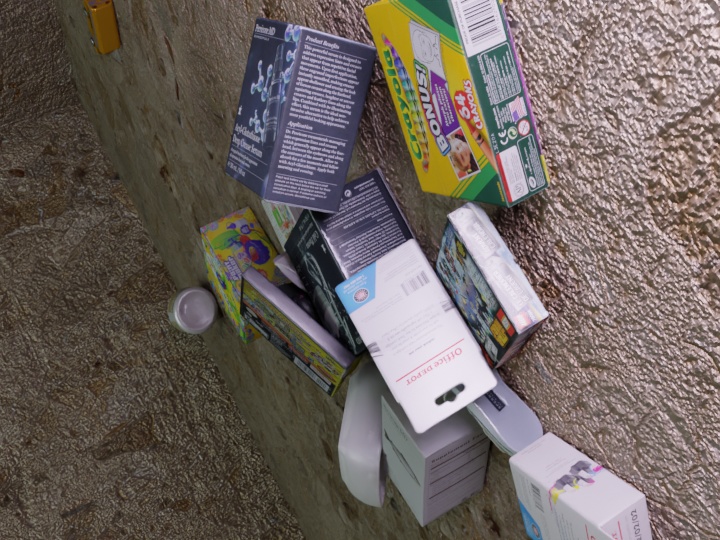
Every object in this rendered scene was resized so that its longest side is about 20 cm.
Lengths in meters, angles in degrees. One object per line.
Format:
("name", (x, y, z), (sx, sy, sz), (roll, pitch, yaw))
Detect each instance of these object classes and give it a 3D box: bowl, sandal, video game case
("bowl", (0.012, 0.257, 1.392), (0.202, 0.073, 0.203), (87, -169, -54))
("sandal", (-0.050, 0.060, 1.361), (0.048, 0.196, 0.077), (127, 155, -47))
("video game case", (-0.098, 0.094, 1.282), (0.199, 0.026, 0.181), (41, 159, 7))

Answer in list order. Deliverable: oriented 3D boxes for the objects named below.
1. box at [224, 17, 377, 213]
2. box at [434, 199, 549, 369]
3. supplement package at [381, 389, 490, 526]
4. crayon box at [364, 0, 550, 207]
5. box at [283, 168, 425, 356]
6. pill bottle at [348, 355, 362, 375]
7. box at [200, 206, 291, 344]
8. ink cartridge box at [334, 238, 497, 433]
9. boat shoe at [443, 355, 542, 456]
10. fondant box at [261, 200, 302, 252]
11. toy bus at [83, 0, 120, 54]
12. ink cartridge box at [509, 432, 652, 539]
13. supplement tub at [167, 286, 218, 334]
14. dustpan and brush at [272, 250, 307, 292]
("box", (-0.077, -0.192, 1.065), (0.148, 0.105, 0.205), (33, 112, 57))
("box", (0.134, 0.022, 0.935), (0.139, 0.039, 0.200), (60, 173, 15))
("supplement package", (0.105, 0.247, 1.234), (0.117, 0.115, 0.202), (52, 157, 36))
("crayon box", (0.090, -0.172, 0.842), (0.172, 0.057, 0.204), (21, 133, 64))
("box", (0.000, 0.000, 1.206), (0.199, 0.122, 0.200), (60, 161, 6))
("pill bottle", (-0.045, 0.123, 1.493), (0.113, 0.110, 0.201), (59, 160, 15))
("box", (-0.245, 0.013, 1.878), (0.202, 0.120, 0.194), (56, 160, 24))
("ink cartridge box", (0.068, 0.082, 1.028), (0.202, 0.114, 0.067), (60, -179, 20))
("boat shoe", (0.146, 0.147, 1.085), (0.203, 0.074, 0.086), (50, 162, 14))
("fondant box", (-0.093, -0.055, 1.484), (0.203, 0.057, 0.144), (64, 161, 1))
("toy bus", (-0.690, -0.656, 2.330), (0.079, 0.064, 0.201), (54, 158, 22))
("ink cartridge box", (0.254, 0.278, 0.947), (0.199, 0.067, 0.117), (31, 142, 60))
("supplement tub", (-0.539, 0.126, 2.776), (0.147, 0.142, 0.199), (66, 161, -7))
("dustpan and brush", (-0.024, 0.019, 1.341), (0.200, 0.139, 0.057), (47, 125, 2))
